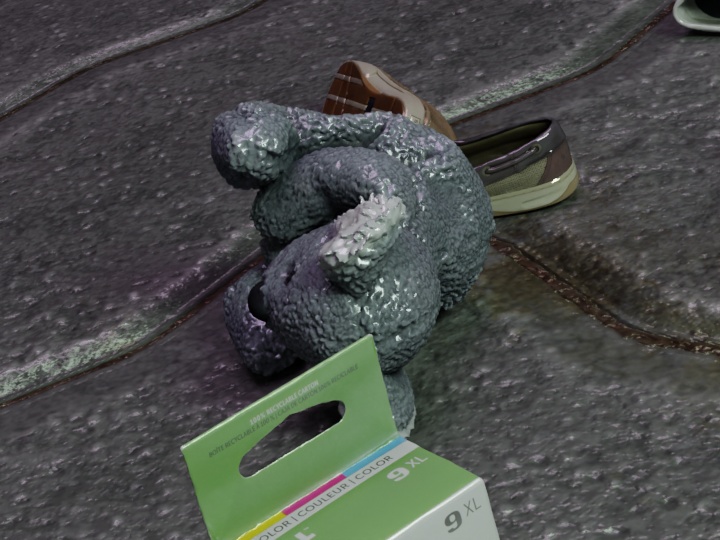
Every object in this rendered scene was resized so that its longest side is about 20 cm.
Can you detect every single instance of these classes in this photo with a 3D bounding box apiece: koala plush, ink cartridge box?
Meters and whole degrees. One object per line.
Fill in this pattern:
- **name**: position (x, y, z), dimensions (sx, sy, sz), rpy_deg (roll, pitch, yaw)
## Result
- **koala plush**: position (0.000, 0.000, 1.021), dimensions (0.183, 0.178, 0.200), rpy_deg (-3, 23, -1)
- **ink cartridge box**: position (0.007, 0.141, 0.702), dimensions (0.104, 0.200, 0.059), rpy_deg (-29, 28, -27)

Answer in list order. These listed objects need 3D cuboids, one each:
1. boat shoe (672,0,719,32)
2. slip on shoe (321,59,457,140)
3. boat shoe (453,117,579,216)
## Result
- **boat shoe**: position (0.356, -0.225, 1.395), dimensions (0.200, 0.074, 0.065), rpy_deg (-1, 33, 45)
- **slip on shoe**: position (0.023, -0.123, 1.365), dimensions (0.060, 0.076, 0.200), rpy_deg (20, 6, -23)
- **boat shoe**: position (0.059, -0.071, 1.234), dimensions (0.199, 0.065, 0.072), rpy_deg (-10, 28, 10)
